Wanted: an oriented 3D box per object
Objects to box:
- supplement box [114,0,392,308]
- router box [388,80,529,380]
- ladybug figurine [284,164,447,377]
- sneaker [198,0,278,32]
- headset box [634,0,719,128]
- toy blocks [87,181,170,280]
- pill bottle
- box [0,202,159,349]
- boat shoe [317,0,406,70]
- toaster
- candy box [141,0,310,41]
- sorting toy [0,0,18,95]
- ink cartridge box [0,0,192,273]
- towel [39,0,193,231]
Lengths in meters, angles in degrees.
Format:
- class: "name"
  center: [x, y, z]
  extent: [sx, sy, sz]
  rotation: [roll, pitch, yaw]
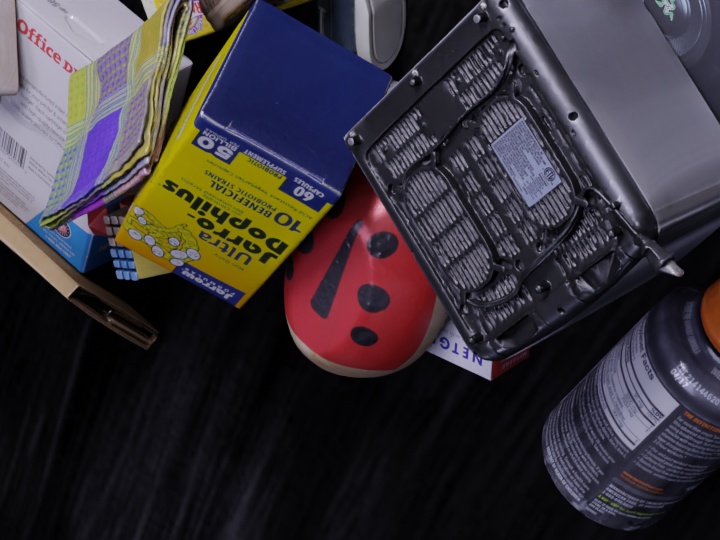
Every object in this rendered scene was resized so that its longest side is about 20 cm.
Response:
- class: "supplement box"
  center: [-0.078, -0.076, 1.351]
  extent: [0.109, 0.110, 0.200]
  rotation: [29, 148, -10]
- class: "router box"
  center: [0.039, -0.039, 1.422]
  extent: [0.200, 0.049, 0.180]
  rotation: [24, 125, 35]
- class: "ladybug figurine"
  center: [0.000, 0.000, 1.390]
  extent: [0.136, 0.072, 0.200]
  rotation: [40, 133, 24]
- class: "sneaker"
  center: [-0.085, -0.217, 1.358]
  extent: [0.076, 0.070, 0.200]
  rotation: [66, 163, -4]
- class: "headset box"
  center: [0.189, -0.158, 1.186]
  extent: [0.200, 0.093, 0.174]
  rotation: [-24, 92, 48]
- class: "toy blocks"
  center: [-0.140, -0.036, 1.533]
  extent: [0.200, 0.137, 0.100]
  rotation: [5, 113, 43]
- class: "pill bottle"
  center: [0.211, 0.080, 1.272]
  extent: [0.106, 0.106, 0.200]
  rotation: [51, 136, 13]
- class: "box"
  center: [-0.276, -0.017, 1.678]
  extent: [0.200, 0.163, 0.021]
  rotation: [40, 90, 25]
- class: "boat shoe"
  center: [-0.006, -0.237, 1.355]
  extent: [0.062, 0.075, 0.200]
  rotation: [15, 129, 26]
- class: "toaster"
  center: [0.112, -0.056, 1.151]
  extent: [0.200, 0.119, 0.181]
  rotation: [59, 139, 10]
- class: "candy box"
  center: [-0.104, -0.238, 1.481]
  extent: [0.200, 0.026, 0.102]
  rotation: [-9, 106, 46]
- class: "sorting toy"
  center: [-0.354, -0.245, 1.617]
  extent: [0.200, 0.070, 0.199]
  rotation: [10, 103, 61]
- class: "ink cartridge box"
  center: [-0.233, -0.124, 1.619]
  extent: [0.146, 0.084, 0.200]
  rotation: [40, 132, 22]
- class: "towel"
  center: [-0.182, -0.115, 1.429]
  extent: [0.200, 0.023, 0.144]
  rotation: [-23, 52, 56]
